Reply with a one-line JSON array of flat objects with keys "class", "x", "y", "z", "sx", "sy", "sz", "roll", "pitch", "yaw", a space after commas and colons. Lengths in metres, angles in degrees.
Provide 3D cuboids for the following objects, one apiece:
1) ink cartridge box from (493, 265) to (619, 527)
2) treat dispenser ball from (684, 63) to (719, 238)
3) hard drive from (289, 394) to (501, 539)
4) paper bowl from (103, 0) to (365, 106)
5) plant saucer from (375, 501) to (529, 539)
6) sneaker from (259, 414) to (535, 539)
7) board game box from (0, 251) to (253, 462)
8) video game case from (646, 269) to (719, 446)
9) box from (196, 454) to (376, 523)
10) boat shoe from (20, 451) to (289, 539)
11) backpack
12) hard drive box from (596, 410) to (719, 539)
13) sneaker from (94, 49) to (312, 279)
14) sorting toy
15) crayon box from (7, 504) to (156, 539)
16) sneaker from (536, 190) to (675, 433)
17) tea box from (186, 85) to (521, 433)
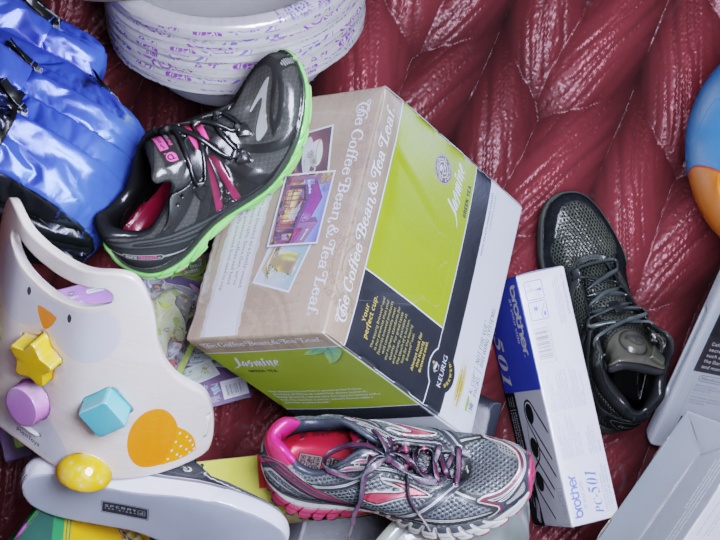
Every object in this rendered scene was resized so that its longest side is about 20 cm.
[{"class": "ink cartridge box", "x": 0.149, "y": 0.101, "z": 1.754, "sx": 0.044, "sy": 0.094, "sz": 0.201, "roll": -12, "pitch": 87, "yaw": -15}, {"class": "treat dispenser ball", "x": 0.360, "y": -0.097, "z": 1.769, "sx": 0.200, "sy": 0.201, "sz": 0.202, "roll": 1, "pitch": 85, "yaw": -14}, {"class": "hard drive", "x": 0.023, "y": 0.172, "z": 1.737, "sx": 0.135, "sy": 0.042, "sz": 0.201, "roll": 24, "pitch": 80, "yaw": -3}, {"class": "paper bowl", "x": -0.095, "y": -0.201, "z": 1.685, "sx": 0.200, "sy": 0.105, "sz": 0.201, "roll": -1, "pitch": 42, "yaw": 0}, {"class": "plant saucer", "x": 0.067, "y": 0.245, "z": 1.676, "sx": 0.200, "sy": 0.200, "sz": 0.050, "roll": -41, "pitch": 55, "yaw": -14}, {"class": "sneaker", "x": 0.026, "y": 0.145, "z": 1.585, "sx": 0.199, "sy": 0.075, "sz": 0.081, "roll": 0, "pitch": 58, "yaw": 6}, {"class": "board game box", "x": -0.193, "y": 0.066, "z": 1.705, "sx": 0.199, "sy": 0.032, "sz": 0.121, "roll": -14, "pitch": 91, "yaw": -15}, {"class": "video game case", "x": 0.355, "y": 0.084, "z": 1.790, "sx": 0.199, "sy": 0.023, "sz": 0.182, "roll": 12, "pitch": 122, "yaw": -13}, {"class": "box", "x": -0.048, "y": 0.164, "z": 1.674, "sx": 0.199, "sy": 0.075, "sz": 0.050, "roll": -6, "pitch": 77, "yaw": 7}, {"class": "boat shoe", "x": -0.147, "y": 0.158, "z": 1.619, "sx": 0.199, "sy": 0.070, "sz": 0.066, "roll": 11, "pitch": 46, "yaw": 0}, {"class": "backpack", "x": -0.253, "y": -0.107, "z": 1.636, "sx": 0.200, "sy": 0.162, "sz": 0.168, "roll": 33, "pitch": 75, "yaw": -8}, {"class": "hard drive box", "x": 0.285, "y": 0.235, "z": 1.741, "sx": 0.156, "sy": 0.077, "sz": 0.200, "roll": -52, "pitch": 127, "yaw": -14}, {"class": "sneaker", "x": -0.111, "y": -0.077, "z": 1.578, "sx": 0.200, "sy": 0.077, "sz": 0.084, "roll": -49, "pitch": 141, "yaw": 6}, {"class": "sorting toy", "x": -0.205, "y": 0.041, "z": 1.552, "sx": 0.200, "sy": 0.180, "sz": 0.107, "roll": 32, "pitch": 48, "yaw": 23}, {"class": "crayon box", "x": -0.175, "y": 0.249, "z": 1.649, "sx": 0.200, "sy": 0.058, "sz": 0.119, "roll": 42, "pitch": 42, "yaw": -7}, {"class": "sneaker", "x": 0.200, "y": 0.029, "z": 1.765, "sx": 0.076, "sy": 0.114, "sz": 0.200, "roll": -9, "pitch": 85, "yaw": -16}, {"class": "tea box", "x": 0.000, "y": 0.000, "z": 1.643, "sx": 0.197, "sy": 0.133, "sz": 0.201, "roll": 39, "pitch": 56, "yaw": -44}]
